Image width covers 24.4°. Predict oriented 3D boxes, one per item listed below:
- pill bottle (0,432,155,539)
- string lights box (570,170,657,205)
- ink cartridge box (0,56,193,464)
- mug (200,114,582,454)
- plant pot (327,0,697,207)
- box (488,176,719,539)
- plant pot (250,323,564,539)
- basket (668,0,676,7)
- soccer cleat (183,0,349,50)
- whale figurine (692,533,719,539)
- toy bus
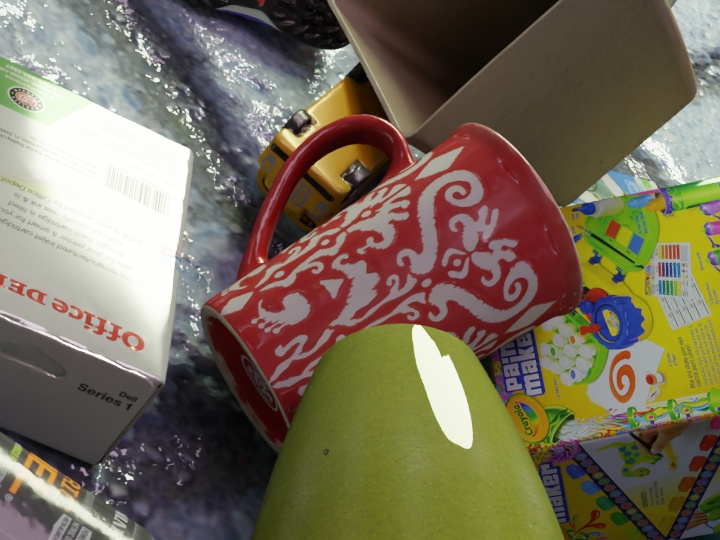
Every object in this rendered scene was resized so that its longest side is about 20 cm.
[{"bbox_3d":[-0.166,0.140,0.774,0.199,0.106,0.107,35,35,-9],"label":"pill bottle"},{"bbox_3d":[0.161,-0.035,1.309,0.199,0.059,0.103,13,43,-35],"label":"string lights box"},{"bbox_3d":[-0.181,-0.010,0.938,0.144,0.084,0.201,25,38,-21],"label":"ink cartridge box"},{"bbox_3d":[0.004,0.010,1.010,0.199,0.134,0.177,-32,37,-17],"label":"mug"},{"bbox_3d":[0.125,-0.168,1.203,0.177,0.199,0.201,37,19,-40],"label":"plant pot"},{"bbox_3d":[0.181,0.061,1.089,0.191,0.123,0.201,-10,46,5],"label":"box"},{"bbox_3d":[0.021,0.134,0.844,0.186,0.187,0.201,21,44,-25],"label":"plant pot"},{"bbox_3d":[0.159,-0.251,1.426,0.200,0.198,0.161,41,31,2],"label":"basket"},{"bbox_3d":[-0.092,-0.231,1.290,0.199,0.069,0.073,21,16,-20],"label":"soccer cleat"},{"bbox_3d":[0.273,0.179,1.170,0.159,0.103,0.202,-16,85,-77],"label":"whale figurine"},{"bbox_3d":[-0.013,-0.090,1.188,0.065,0.078,0.200,42,35,0],"label":"toy bus"}]
